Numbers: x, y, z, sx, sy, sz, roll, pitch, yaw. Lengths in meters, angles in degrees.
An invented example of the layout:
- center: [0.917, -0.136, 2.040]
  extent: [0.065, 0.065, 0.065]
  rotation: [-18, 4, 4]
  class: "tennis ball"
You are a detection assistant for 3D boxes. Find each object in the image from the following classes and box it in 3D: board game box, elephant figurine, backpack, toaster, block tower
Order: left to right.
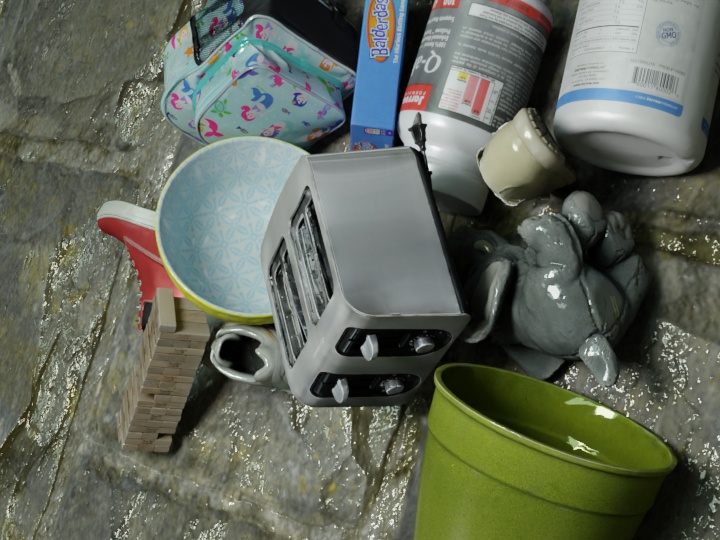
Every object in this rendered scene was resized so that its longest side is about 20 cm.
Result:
- center: [-0.208, 0.111, 1.435]
  extent: [0.054, 0.057, 0.202]
  rotation: [-106, 29, -44]
  class: "block tower"
- center: [-0.113, -0.200, 1.451]
  extent: [0.199, 0.176, 0.153]
  rotation: [-26, 52, 37]
  class: "backpack"
- center: [0.000, 0.000, 1.183]
  extent: [0.181, 0.117, 0.203]
  rotation: [123, 138, -55]
  class: "toaster"
- center: [0.021, -0.206, 1.354]
  extent: [0.044, 0.152, 0.203]
  rotation: [7, 73, 1]
  class: "board game box"
- center: [0.142, 0.026, 1.181]
  extent: [0.199, 0.155, 0.143]
  rotation: [-25, 100, 45]
  class: "elephant figurine"

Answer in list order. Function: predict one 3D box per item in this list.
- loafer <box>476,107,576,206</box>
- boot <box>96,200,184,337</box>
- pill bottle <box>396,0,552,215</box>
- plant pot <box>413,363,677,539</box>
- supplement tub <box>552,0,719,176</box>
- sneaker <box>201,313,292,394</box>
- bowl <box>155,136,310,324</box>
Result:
- center: [0.137, -0.095, 1.170]
  extent: [0.068, 0.200, 0.076]
  rotation: [-33, 81, 10]
  class: "loafer"
- center: [-0.250, 0.004, 1.569]
  extent: [0.198, 0.072, 0.146]
  rotation: [17, 86, 41]
  class: "boot"
- center: [0.099, -0.162, 1.282]
  extent: [0.115, 0.115, 0.203]
  rotation: [12, 82, 44]
  class: "pill bottle"
- center: [0.122, 0.202, 1.081]
  extent: [0.199, 0.199, 0.196]
  rotation: [29, 105, 44]
  class: "plant pot"
- center: [0.243, -0.193, 1.154]
  extent: [0.131, 0.131, 0.203]
  rotation: [4, 75, 43]
  class: "supplement tub"
- center: [-0.130, 0.076, 1.407]
  extent: [0.198, 0.091, 0.077]
  rotation: [9, 89, 45]
  class: "sneaker"
- center: [-0.112, -0.024, 1.410]
  extent: [0.108, 0.197, 0.203]
  rotation: [107, 162, -64]
  class: "bowl"
